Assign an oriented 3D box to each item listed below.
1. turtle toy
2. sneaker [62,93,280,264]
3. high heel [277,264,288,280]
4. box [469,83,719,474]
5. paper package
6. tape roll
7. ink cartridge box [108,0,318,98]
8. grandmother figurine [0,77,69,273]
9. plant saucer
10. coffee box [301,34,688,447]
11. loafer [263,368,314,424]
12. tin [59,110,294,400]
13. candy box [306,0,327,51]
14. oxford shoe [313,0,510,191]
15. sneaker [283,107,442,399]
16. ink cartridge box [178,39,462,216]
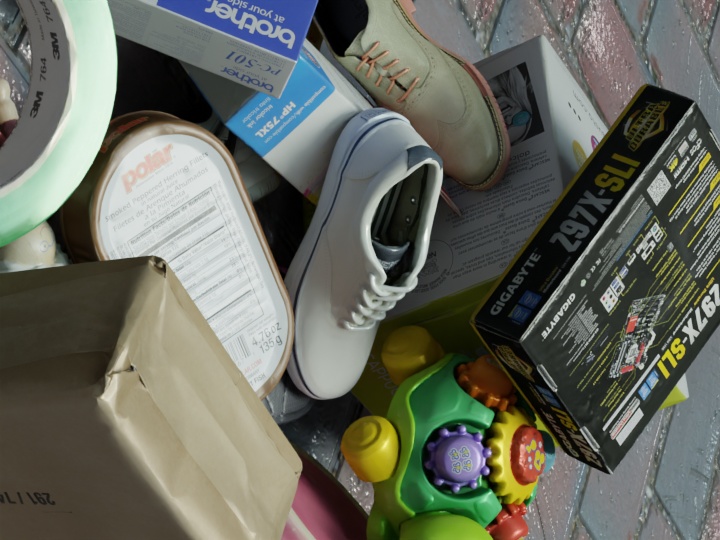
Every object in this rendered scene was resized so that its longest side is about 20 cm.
[{"bbox_3d":[0.062,0.137,1.670,0.146,0.101,0.200,57,44,-38],"label":"turtle toy"},{"bbox_3d":[-0.136,-0.049,1.623,0.088,0.076,0.200,57,36,-2],"label":"sneaker"},{"bbox_3d":[-0.059,0.020,1.699,0.200,0.096,0.068,-1,86,-60],"label":"high heel"},{"bbox_3d":[0.172,0.006,1.659,0.200,0.049,0.160,-53,138,-15],"label":"box"},{"bbox_3d":[-0.159,0.096,1.410,0.191,0.200,0.104,58,39,-37],"label":"paper package"},{"bbox_3d":[-0.228,-0.109,1.394,0.200,0.048,0.201,-6,101,-35],"label":"tape roll"},{"bbox_3d":[-0.123,-0.184,1.548,0.044,0.200,0.094,121,-11,-56],"label":"ink cartridge box"},{"bbox_3d":[-0.222,-0.066,1.473,0.121,0.060,0.200,-48,124,-41],"label":"grandmother figurine"},{"bbox_3d":[-0.033,0.176,1.656,0.201,0.051,0.201,45,12,-13],"label":"plant saucer"},{"bbox_3d":[0.091,-0.001,1.811,0.200,0.200,0.198,48,28,-44],"label":"coffee box"},{"bbox_3d":[-0.111,0.077,1.641,0.200,0.063,0.072,2,82,-51],"label":"loafer"},{"bbox_3d":[-0.106,0.000,1.544,0.112,0.042,0.200,-37,120,-29],"label":"tin"},{"bbox_3d":[-0.063,-0.219,1.771,0.117,0.056,0.200,53,44,-43],"label":"candy box"},{"bbox_3d":[0.022,-0.130,1.725,0.074,0.071,0.200,-2,47,-54],"label":"oxford shoe"},{"bbox_3d":[0.000,0.000,1.627,0.073,0.071,0.200,-4,119,-31],"label":"sneaker"},{"bbox_3d":[-0.029,-0.094,1.681,0.200,0.067,0.116,42,8,-43],"label":"ink cartridge box"}]
